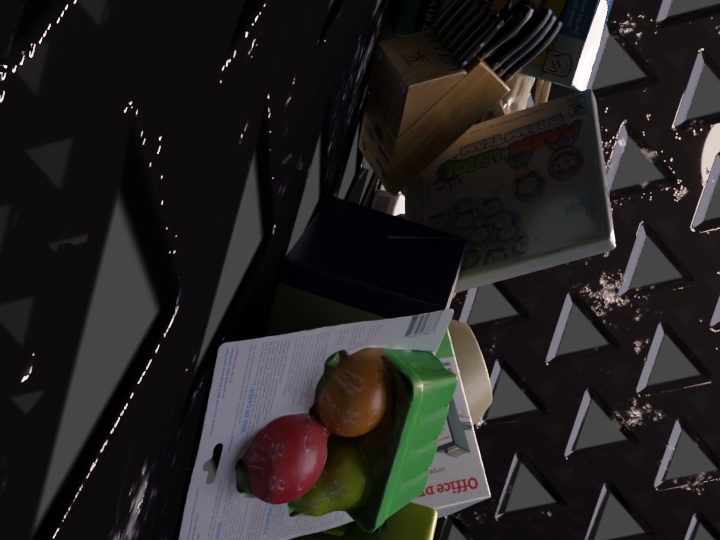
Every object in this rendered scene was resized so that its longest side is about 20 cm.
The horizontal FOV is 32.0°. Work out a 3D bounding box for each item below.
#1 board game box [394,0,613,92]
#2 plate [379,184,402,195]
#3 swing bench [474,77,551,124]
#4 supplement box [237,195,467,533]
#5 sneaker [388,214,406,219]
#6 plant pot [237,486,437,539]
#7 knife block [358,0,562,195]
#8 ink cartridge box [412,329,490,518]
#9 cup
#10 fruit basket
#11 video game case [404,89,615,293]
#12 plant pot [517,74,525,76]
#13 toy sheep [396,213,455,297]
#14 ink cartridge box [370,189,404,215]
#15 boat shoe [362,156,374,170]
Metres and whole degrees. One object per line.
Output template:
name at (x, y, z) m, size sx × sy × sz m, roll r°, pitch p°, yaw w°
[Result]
board game box at (0.146, -0.276, 1.223) m, size 0.047 × 0.198 × 0.153 m, roll 2°, pitch 107°, yaw -63°
plate at (0.022, -0.031, 1.746) m, size 0.200 × 0.032 × 0.203 m, roll 80°, pitch 27°, yaw -80°
swing bench at (0.138, -0.197, 1.542) m, size 0.200 × 0.196 × 0.131 m, roll -69°, pitch 166°, yaw -49°
supplement box at (-0.006, 0.073, 1.064) m, size 0.200 × 0.132 × 0.203 m, roll -59°, pitch 166°, yaw -70°
sneaker at (0.001, 0.000, 1.262) m, size 0.200 × 0.075 × 0.113 m, roll 142°, pitch -43°, yaw -86°
plant pot at (-0.054, 0.300, 1.038) m, size 0.200 × 0.179 × 0.203 m, roll -64°, pitch 171°, yaw -60°
knife block at (0.096, -0.178, 1.188) m, size 0.064 × 0.173 × 0.202 m, roll 58°, pitch -27°, yaw 32°
ink cartridge box at (0.039, 0.161, 1.313) m, size 0.084 × 0.144 × 0.203 m, roll -33°, pitch -113°, yaw 53°
cup at (0.076, 0.133, 1.507) m, size 0.200 × 0.141 × 0.204 m, roll 162°, pitch -90°, yaw -86°
fruit basket at (-0.034, 0.113, 0.880) m, size 0.094 × 0.197 × 0.188 m, roll 45°, pitch -50°, yaw 46°
video game case at (0.133, -0.071, 1.175) m, size 0.024 × 0.197 × 0.184 m, roll 52°, pitch 30°, yaw -46°
plant pot at (0.152, -0.315, 1.464) m, size 0.134 × 0.199 × 0.203 m, roll -12°, pitch -127°, yaw 53°
toy sheep at (0.063, -0.010, 1.551) m, size 0.138 × 0.197 × 0.140 m, roll 160°, pitch -90°, yaw -83°
ink cartridge box at (0.055, 0.016, 1.675) m, size 0.175 × 0.044 × 0.203 m, roll 24°, pitch 82°, yaw -51°
boat shoe at (0.057, -0.189, 1.349) m, size 0.074 × 0.059 × 0.202 m, roll 99°, pitch 9°, yaw -60°
